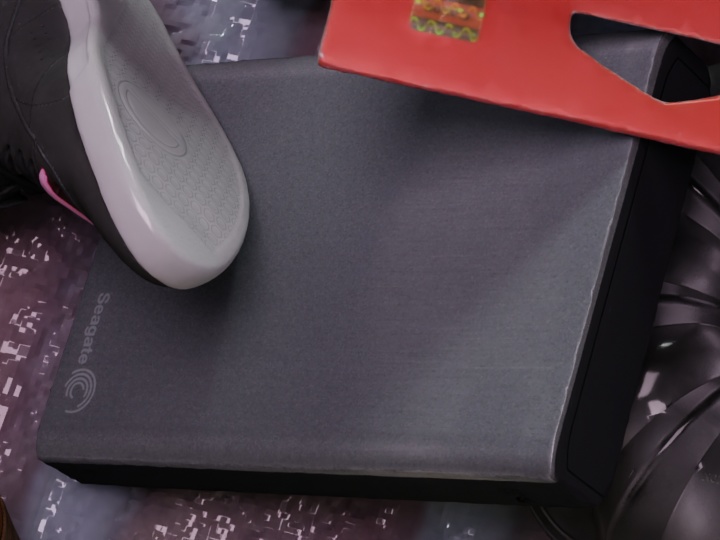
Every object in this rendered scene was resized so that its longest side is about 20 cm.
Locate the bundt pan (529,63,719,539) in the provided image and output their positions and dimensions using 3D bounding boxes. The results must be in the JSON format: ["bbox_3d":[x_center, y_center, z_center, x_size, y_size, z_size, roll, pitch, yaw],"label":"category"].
[{"bbox_3d":[0.136,0.019,0.872,0.201,0.076,0.202,-4,68,10],"label":"bundt pan"}]

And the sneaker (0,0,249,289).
[{"bbox_3d":[-0.102,-0.035,0.918,0.099,0.071,0.200,-41,39,11],"label":"sneaker"}]

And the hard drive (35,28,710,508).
[{"bbox_3d":[0.000,0.000,0.884,0.200,0.033,0.140,-1,64,39],"label":"hard drive"}]

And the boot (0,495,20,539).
[{"bbox_3d":[-0.166,0.131,0.839,0.077,0.155,0.200,27,75,19],"label":"boot"}]

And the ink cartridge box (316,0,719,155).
[{"bbox_3d":[0.100,-0.123,0.832,0.200,0.044,0.174,12,68,1],"label":"ink cartridge box"}]
